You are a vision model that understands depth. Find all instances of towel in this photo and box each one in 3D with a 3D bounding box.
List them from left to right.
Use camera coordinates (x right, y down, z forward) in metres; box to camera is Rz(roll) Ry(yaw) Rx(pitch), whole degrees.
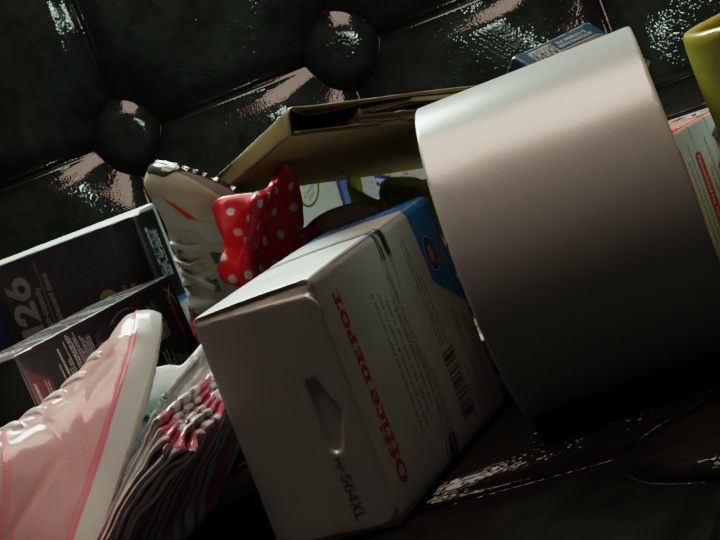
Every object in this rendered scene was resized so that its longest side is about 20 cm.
[{"bbox_3d":[-0.100,0.122,1.023,0.147,0.030,0.200,-62,-9,21],"label":"towel"}]

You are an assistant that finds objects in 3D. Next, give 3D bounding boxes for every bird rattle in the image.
[{"bbox_3d":[0.000,0.000,1.173,0.113,0.164,0.200,-29,-9,40],"label":"bird rattle"}]

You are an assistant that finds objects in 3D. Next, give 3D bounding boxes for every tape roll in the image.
[{"bbox_3d":[0.131,-0.027,1.032,0.139,0.203,0.203,-21,7,10],"label":"tape roll"}]

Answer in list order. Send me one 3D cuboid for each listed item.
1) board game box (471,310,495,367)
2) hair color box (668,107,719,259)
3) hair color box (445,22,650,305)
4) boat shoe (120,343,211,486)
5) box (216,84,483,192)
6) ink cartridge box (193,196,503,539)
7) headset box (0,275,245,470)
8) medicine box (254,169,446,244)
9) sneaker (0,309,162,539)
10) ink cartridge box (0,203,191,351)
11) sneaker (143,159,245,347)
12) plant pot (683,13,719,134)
[{"bbox_3d":[0.086,0.053,1.286,0.200,0.030,0.095,-31,11,-39],"label":"board game box"},{"bbox_3d":[0.209,-0.035,1.224,0.064,0.111,0.200,-14,9,44],"label":"hair color box"},{"bbox_3d":[0.129,-0.070,1.251,0.100,0.060,0.200,-30,-33,-45],"label":"hair color box"},{"bbox_3d":[-0.115,0.093,1.148,0.201,0.071,0.070,-46,-19,-34],"label":"boat shoe"},{"bbox_3d":[0.002,-0.088,1.176,0.163,0.021,0.200,-9,-5,-18],"label":"box"},{"bbox_3d":[-0.001,0.055,1.026,0.084,0.146,0.200,-17,8,26],"label":"ink cartridge box"},{"bbox_3d":[-0.182,0.107,1.175,0.075,0.149,0.200,-19,8,32],"label":"headset box"},{"bbox_3d":[0.017,-0.041,1.472,0.199,0.103,0.182,-4,-23,-35],"label":"medicine box"},{"bbox_3d":[-0.189,0.099,1.050,0.075,0.104,0.201,108,178,-58],"label":"sneaker"},{"bbox_3d":[-0.207,0.073,1.316,0.199,0.198,0.047,-19,6,24],"label":"ink cartridge box"},{"bbox_3d":[-0.098,0.008,1.240,0.070,0.200,0.094,16,66,46],"label":"sneaker"},{"bbox_3d":[0.301,-0.077,0.937,0.200,0.189,0.201,-22,8,3],"label":"plant pot"}]
